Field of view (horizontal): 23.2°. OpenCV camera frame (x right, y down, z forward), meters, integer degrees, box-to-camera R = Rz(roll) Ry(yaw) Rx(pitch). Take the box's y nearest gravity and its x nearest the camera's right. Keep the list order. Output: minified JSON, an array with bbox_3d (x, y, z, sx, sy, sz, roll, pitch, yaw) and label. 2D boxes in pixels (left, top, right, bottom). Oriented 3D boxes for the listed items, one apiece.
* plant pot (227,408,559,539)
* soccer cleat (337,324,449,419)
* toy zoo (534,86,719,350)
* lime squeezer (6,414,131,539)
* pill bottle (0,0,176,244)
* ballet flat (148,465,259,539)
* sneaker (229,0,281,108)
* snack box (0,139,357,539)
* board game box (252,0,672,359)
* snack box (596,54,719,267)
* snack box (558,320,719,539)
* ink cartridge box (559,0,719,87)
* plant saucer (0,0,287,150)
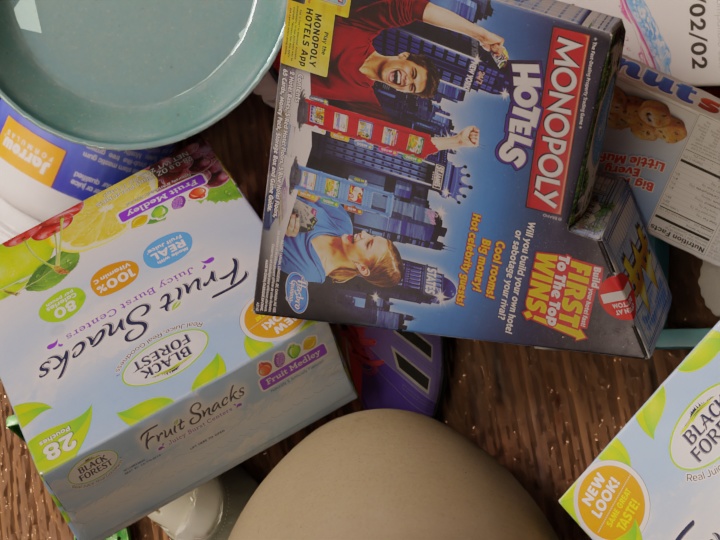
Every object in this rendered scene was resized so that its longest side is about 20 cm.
[{"bbox_3d":[0.014,0.151,0.901,0.200,0.200,0.135,-36,38,28],"label":"plant pot"},{"bbox_3d":[0.000,0.000,0.953,0.068,0.073,0.203,1,105,32],"label":"soccer cleat"},{"bbox_3d":[0.153,-0.025,0.900,0.198,0.020,0.133,-2,85,36],"label":"toy zoo"},{"bbox_3d":[-0.173,0.157,1.078,0.037,0.071,0.202,-6,118,23],"label":"lime squeezer"},{"bbox_3d":[-0.169,-0.090,1.084,0.112,0.112,0.202,33,104,33],"label":"pill bottle"},{"bbox_3d":[-0.127,0.119,1.064,0.200,0.063,0.068,42,110,31],"label":"ballet flat"},{"bbox_3d":[-0.049,-0.194,1.038,0.084,0.077,0.202,-28,80,25],"label":"sneaker"},{"bbox_3d":[-0.118,0.032,0.974,0.167,0.068,0.200,-29,41,-8],"label":"snack box"},{"bbox_3d":[0.058,-0.045,0.821,0.198,0.062,0.202,18,125,12],"label":"board game box"},{"bbox_3d":[0.119,-0.065,0.835,0.198,0.024,0.072,26,127,8],"label":"snack box"},{"bbox_3d":[0.217,0.118,0.800,0.200,0.067,0.169,47,113,22],"label":"snack box"},{"bbox_3d":[0.154,-0.149,0.843,0.198,0.068,0.117,1,102,24],"label":"ink cartridge box"},{"bbox_3d":[-0.132,-0.169,0.992,0.197,0.036,0.203,0,92,3],"label":"plant saucer"}]
